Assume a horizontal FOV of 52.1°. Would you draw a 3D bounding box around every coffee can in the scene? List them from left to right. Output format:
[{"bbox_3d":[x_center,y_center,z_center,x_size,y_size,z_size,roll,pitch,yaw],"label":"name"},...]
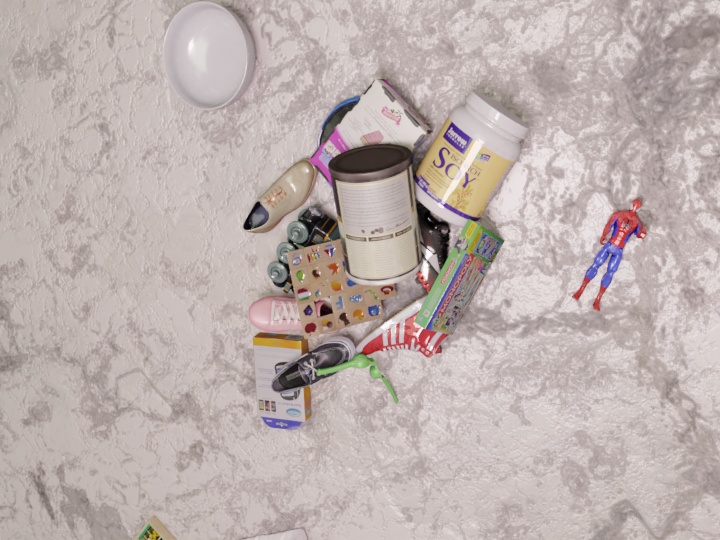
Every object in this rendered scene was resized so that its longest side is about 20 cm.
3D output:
[{"bbox_3d":[0.029,-0.098,1.279,0.143,0.147,0.205,1,117,20],"label":"coffee can"}]

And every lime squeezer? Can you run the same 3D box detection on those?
[{"bbox_3d":[0.013,0.207,1.459,0.197,0.038,0.072,25,86,-27],"label":"lime squeezer"}]

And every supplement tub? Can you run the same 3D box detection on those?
[{"bbox_3d":[0.192,-0.195,1.292,0.144,0.145,0.202,35,112,10],"label":"supplement tub"}]

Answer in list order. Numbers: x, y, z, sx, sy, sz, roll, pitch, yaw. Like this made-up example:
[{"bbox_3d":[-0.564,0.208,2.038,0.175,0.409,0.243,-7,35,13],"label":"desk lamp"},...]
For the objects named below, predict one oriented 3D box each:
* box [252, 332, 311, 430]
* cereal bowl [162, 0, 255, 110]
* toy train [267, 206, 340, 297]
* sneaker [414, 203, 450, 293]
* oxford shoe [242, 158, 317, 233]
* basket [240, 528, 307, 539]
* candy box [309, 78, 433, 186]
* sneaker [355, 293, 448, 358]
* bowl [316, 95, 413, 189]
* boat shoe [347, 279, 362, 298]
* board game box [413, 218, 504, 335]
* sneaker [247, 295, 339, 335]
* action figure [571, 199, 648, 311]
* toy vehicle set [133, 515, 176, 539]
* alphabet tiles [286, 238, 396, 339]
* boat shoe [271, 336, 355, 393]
[{"bbox_3d":[-0.167,0.239,1.583,0.116,0.041,0.206,3,105,20],"label":"box"},{"bbox_3d":[-0.290,-0.423,1.462,0.195,0.083,0.206,5,104,20],"label":"cereal bowl"},{"bbox_3d":[-0.108,-0.030,1.471,0.113,0.085,0.202,32,122,2],"label":"toy train"},{"bbox_3d":[0.135,-0.037,1.387,0.096,0.071,0.204,-25,91,26],"label":"sneaker"},{"bbox_3d":[-0.161,-0.142,1.478,0.071,0.074,0.200,45,113,6],"label":"oxford shoe"},{"bbox_3d":[-0.208,0.701,1.615,0.194,0.200,0.164,-18,101,23],"label":"basket"},{"bbox_3d":[0.018,-0.229,1.354,0.137,0.061,0.200,47,114,5],"label":"candy box"},{"bbox_3d":[0.087,0.141,1.445,0.198,0.071,0.114,-36,84,22],"label":"sneaker"},{"bbox_3d":[0.005,-0.231,1.414,0.195,0.039,0.206,4,103,20],"label":"bowl"},{"bbox_3d":[0.000,0.000,1.451,0.058,0.072,0.206,3,103,-9],"label":"boat shoe"},{"bbox_3d":[0.179,0.017,1.324,0.029,0.134,0.203,31,97,29],"label":"board game box"},{"bbox_3d":[-0.123,0.081,1.455,0.195,0.105,0.077,7,72,-11],"label":"sneaker"},{"bbox_3d":[0.432,-0.026,1.265,0.064,0.099,0.204,25,107,12],"label":"action figure"},{"bbox_3d":[-0.524,0.719,1.829,0.124,0.026,0.201,42,112,8],"label":"toy vehicle set"},{"bbox_3d":[-0.031,0.024,1.407,0.195,0.008,0.172,-14,102,-13],"label":"alphabet tiles"},{"bbox_3d":[-0.099,0.196,1.485,0.197,0.068,0.073,-24,95,25],"label":"boat shoe"}]
